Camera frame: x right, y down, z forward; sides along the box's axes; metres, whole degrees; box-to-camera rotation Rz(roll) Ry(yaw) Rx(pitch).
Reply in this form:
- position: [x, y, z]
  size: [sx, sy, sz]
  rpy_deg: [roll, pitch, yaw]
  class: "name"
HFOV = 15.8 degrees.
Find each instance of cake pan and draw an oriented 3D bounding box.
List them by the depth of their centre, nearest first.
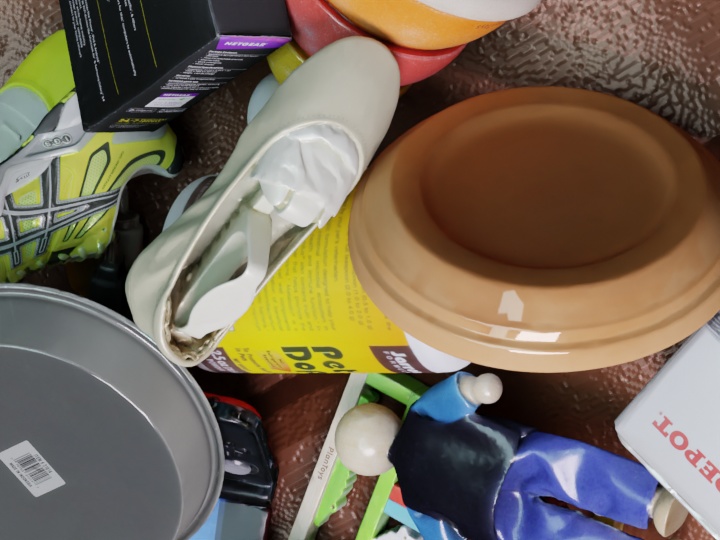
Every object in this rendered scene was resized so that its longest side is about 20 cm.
- position: [-0.173, 0.097, 1.392]
  size: [0.199, 0.037, 0.201]
  rpy_deg: [8, 127, 10]
  class: "cake pan"

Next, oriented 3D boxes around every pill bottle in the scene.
- position: [0.000, 0.000, 1.376]
  size: [0.199, 0.109, 0.110]
  rpy_deg: [-1, 100, 27]
  class: "pill bottle"

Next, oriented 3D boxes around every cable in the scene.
- position: [-0.135, 0.049, 1.505]
  size: [0.096, 0.050, 0.201]
  rpy_deg: [11, 119, 6]
  class: "cable"

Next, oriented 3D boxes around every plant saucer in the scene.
- position: [0.092, -0.030, 1.277]
  size: [0.199, 0.200, 0.038]
  rpy_deg: [18, 135, 21]
  class: "plant saucer"

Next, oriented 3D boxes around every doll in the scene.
- position: [0.074, 0.118, 1.376]
  size: [0.199, 0.048, 0.137]
  rpy_deg: [18, 118, 22]
  class: "doll"

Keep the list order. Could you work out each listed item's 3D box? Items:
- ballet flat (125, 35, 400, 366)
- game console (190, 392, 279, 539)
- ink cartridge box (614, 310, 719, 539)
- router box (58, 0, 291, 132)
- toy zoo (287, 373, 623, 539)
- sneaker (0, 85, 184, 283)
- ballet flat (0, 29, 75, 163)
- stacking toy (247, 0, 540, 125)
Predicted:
- position: [-0.045, -0.029, 1.298]
  size: [0.069, 0.069, 0.200]
  rpy_deg: [46, 114, 10]
  class: "ballet flat"
- position: [-0.155, 0.136, 1.451]
  size: [0.198, 0.173, 0.120]
  rpy_deg: [9, 69, 8]
  class: "game console"
- position: [0.246, 0.052, 1.282]
  size: [0.144, 0.084, 0.200]
  rpy_deg: [45, 115, 11]
  class: "ink cartridge box"
- position: [-0.111, -0.190, 1.366]
  size: [0.149, 0.051, 0.202]
  rpy_deg: [-26, 72, 53]
  class: "router box"
- position: [0.063, 0.149, 1.427]
  size: [0.199, 0.020, 0.132]
  rpy_deg: [27, 111, 18]
  class: "toy zoo"
- position: [-0.178, -0.026, 1.417]
  size: [0.076, 0.075, 0.200]
  rpy_deg: [45, 81, -5]
  class: "sneaker"
- position: [-0.207, -0.048, 1.491]
  size: [0.067, 0.067, 0.201]
  rpy_deg: [38, 114, 17]
  class: "ballet flat"
- position: [-0.006, -0.129, 1.350]
  size: [0.146, 0.146, 0.200]
  rpy_deg: [46, 127, 10]
  class: "stacking toy"
